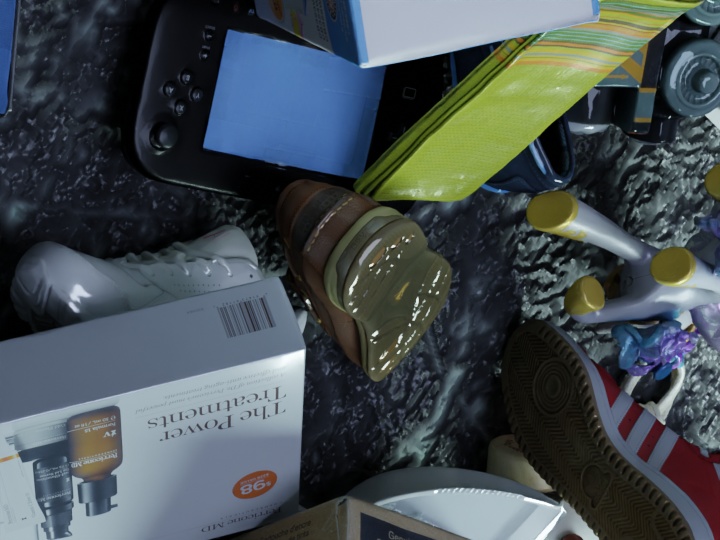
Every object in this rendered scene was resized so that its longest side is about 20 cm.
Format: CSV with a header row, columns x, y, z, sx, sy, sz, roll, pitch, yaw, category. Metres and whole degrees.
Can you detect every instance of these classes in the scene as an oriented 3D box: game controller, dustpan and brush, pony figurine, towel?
x,y,z,sx,sy,sz,roll,pitch,yaw,category
-0.038,-0.087,1.495,0.199,0.042,0.105,9,103,-41,game controller
0.004,0.151,1.607,0.199,0.057,0.140,29,116,-21,dustpan and brush
0.204,0.000,1.614,0.200,0.192,0.167,39,44,-64,pony figurine
0.085,-0.089,1.469,0.086,0.018,0.200,2,148,-42,towel

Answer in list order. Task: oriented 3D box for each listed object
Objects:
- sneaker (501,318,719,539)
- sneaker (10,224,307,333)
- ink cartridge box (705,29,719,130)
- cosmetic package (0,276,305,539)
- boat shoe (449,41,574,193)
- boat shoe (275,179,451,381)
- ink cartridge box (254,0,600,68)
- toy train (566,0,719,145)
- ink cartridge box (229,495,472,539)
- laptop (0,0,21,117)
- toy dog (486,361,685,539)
x,y,z,sx,sy,sz,roll,pitch,yaw,category
0.168,0.106,1.644,0.112,0.200,0.071,0,133,-40,sneaker
-0.101,0.014,1.477,0.200,0.078,0.100,33,81,-51,sneaker
0.295,-0.152,1.713,0.200,0.067,0.116,-54,132,-4,ink cartridge box
-0.129,0.088,1.418,0.199,0.052,0.151,-14,146,-13,cosmetic package
0.088,-0.141,1.540,0.084,0.068,0.201,-31,118,-38,boat shoe
0.000,0.000,1.520,0.072,0.067,0.200,-50,162,-9,boat shoe
0.016,-0.184,1.394,0.125,0.200,0.129,-14,106,-16,ink cartridge box
0.154,-0.167,1.592,0.113,0.085,0.201,-1,111,-25,toy train
-0.012,0.196,1.526,0.164,0.200,0.075,22,58,-37,ink cartridge box
-0.258,-0.165,1.238,0.199,0.116,0.188,-7,112,-36,laptop
0.154,0.147,1.710,0.199,0.096,0.132,-25,123,-28,toy dog
